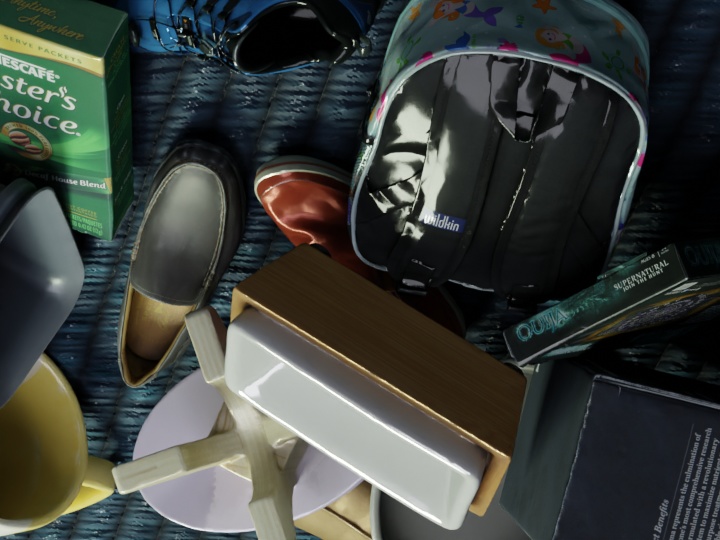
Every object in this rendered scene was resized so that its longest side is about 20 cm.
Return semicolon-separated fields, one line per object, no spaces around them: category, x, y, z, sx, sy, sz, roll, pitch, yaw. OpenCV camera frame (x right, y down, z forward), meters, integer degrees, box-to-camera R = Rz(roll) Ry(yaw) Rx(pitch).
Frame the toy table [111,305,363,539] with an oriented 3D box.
toy table;-0.074;0.117;1.709;0.199;0.117;0.185;-31;83;8

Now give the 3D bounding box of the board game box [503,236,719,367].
board game box;0.196;0.015;1.556;0.135;0.200;0.028;-29;77;33

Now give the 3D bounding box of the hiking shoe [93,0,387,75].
hiking shoe;-0.083;-0.161;1.535;0.199;0.087;0.075;-6;128;20

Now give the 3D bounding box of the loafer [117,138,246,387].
loafer;-0.126;-0.001;1.695;0.072;0.072;0.201;16;132;2

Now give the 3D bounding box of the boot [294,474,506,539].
boot;-0.006;0.144;1.794;0.199;0.066;0.175;33;124;-8

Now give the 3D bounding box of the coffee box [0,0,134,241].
coffee box;-0.211;-0.108;1.607;0.122;0.044;0.200;20;146;8

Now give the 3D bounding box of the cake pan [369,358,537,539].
cake pan;0.097;0.155;1.725;0.199;0.037;0.202;-4;104;-15

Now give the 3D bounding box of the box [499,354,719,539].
box;0.211;0.135;1.605;0.195;0.200;0.125;16;92;-6

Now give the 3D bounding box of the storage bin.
storage bin;-0.288;-0.001;1.662;0.134;0.146;0.200;29;164;13

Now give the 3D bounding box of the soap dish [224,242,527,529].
soap dish;0.011;0.073;1.567;0.199;0.081;0.157;31;162;7

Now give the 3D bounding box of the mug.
mug;-0.294;0.151;1.831;0.153;0.150;0.187;-26;113;41

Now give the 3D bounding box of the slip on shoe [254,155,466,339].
slip on shoe;0.000;0.000;1.670;0.074;0.061;0.200;-23;119;33

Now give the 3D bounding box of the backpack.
backpack;0.089;-0.091;1.503;0.176;0.151;0.200;11;142;-2
